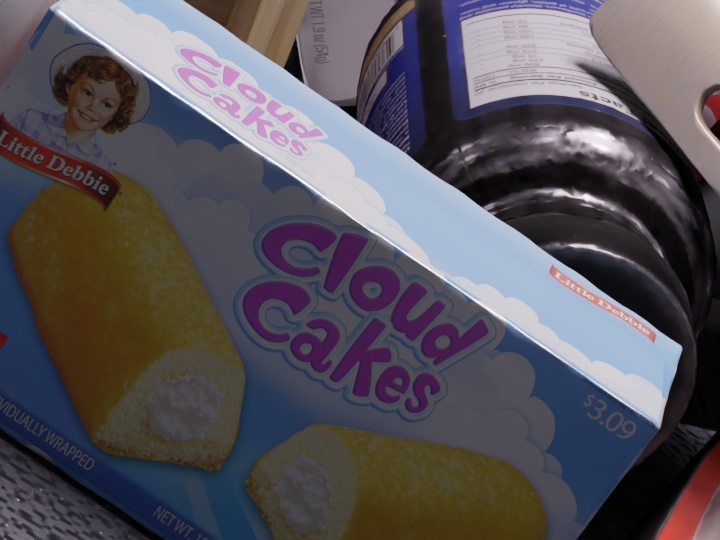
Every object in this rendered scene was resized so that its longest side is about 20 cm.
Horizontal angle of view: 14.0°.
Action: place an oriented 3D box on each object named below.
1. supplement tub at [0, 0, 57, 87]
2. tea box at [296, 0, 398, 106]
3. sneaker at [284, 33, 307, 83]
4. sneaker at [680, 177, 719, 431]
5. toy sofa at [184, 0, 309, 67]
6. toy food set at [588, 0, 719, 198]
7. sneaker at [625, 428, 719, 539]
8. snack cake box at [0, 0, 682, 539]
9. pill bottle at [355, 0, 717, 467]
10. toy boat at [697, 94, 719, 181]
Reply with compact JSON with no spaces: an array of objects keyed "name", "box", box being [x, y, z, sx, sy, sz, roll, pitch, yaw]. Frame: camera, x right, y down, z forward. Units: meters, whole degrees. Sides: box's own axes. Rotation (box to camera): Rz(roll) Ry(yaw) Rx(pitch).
[{"name":"supplement tub","box":[-0.159,-0.131,0.897,0.200,0.145,0.145,28,23,-15]},{"name":"tea box","box":[0.092,-0.149,1.125,0.197,0.134,0.200,-4,12,20]},{"name":"sneaker","box":[-0.040,-0.138,1.156,0.078,0.086,0.200,28,23,-17]},{"name":"sneaker","box":[0.190,0.016,1.004,0.200,0.075,0.106,19,52,19]},{"name":"toy sofa","box":[-0.107,-0.141,1.028,0.200,0.083,0.098,24,24,5]},{"name":"toy food set","box":[0.178,-0.031,0.956,0.200,0.060,0.144,3,43,-49]},{"name":"sneaker","box":[0.125,0.121,0.897,0.108,0.067,0.201,37,26,3]},{"name":"snack cake box","box":[-0.024,0.018,0.826,0.200,0.115,0.067,34,22,-1]},{"name":"pill bottle","box":[0.055,-0.018,0.948,0.112,0.112,0.200,28,25,-15]},{"name":"toy boat","box":[0.163,-0.047,1.201,0.131,0.131,0.200,48,25,27]}]
